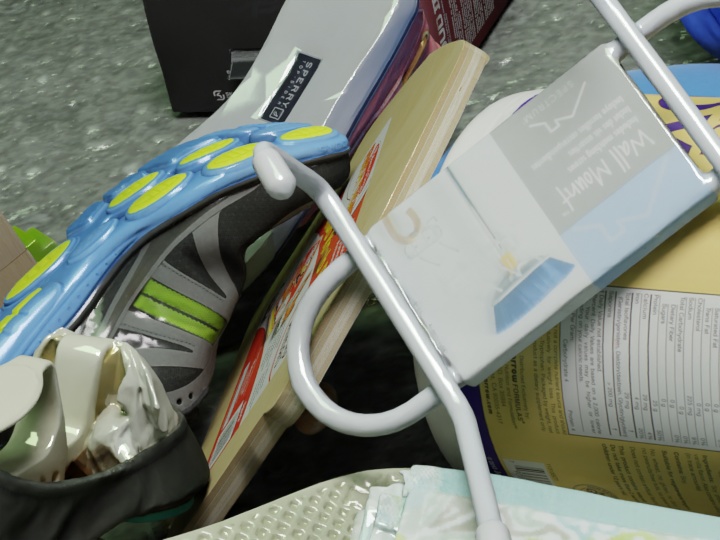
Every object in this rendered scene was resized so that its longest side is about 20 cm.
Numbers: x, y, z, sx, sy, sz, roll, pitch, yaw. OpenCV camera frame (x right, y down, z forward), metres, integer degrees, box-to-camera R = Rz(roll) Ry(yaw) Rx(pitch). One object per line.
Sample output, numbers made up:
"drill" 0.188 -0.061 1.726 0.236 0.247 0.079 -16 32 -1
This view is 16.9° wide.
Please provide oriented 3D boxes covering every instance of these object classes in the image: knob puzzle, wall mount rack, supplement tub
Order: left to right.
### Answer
"knob puzzle" 0.000 0.000 0.892 0.030 0.220 0.220 30 33 -7
"wall mount rack" 0.058 -0.005 0.733 0.200 0.075 0.174 -39 61 11
"supplement tub" 0.133 0.014 0.816 0.200 0.146 0.145 4 33 28

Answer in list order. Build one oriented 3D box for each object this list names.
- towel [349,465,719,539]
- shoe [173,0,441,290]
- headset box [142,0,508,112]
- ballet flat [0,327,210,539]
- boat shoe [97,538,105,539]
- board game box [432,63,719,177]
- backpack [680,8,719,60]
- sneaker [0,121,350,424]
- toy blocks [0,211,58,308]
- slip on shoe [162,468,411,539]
"towel" 0.079 0.137 0.693 0.200 0.048 0.171 10 37 9
"shoe" -0.029 -0.041 1.061 0.071 0.091 0.200 25 75 30
"headset box" -0.009 -0.149 1.228 0.148 0.075 0.200 0 32 22
"ballet flat" -0.097 0.059 0.794 0.068 0.069 0.200 10 12 15
"boat shoe" -0.173 0.122 0.802 0.201 0.072 0.066 -6 4 -35
"board game box" 0.104 -0.030 1.019 0.158 0.039 0.200 -3 25 26
"backpack" 0.219 -0.179 1.114 0.200 0.163 0.168 -31 5 -29
"sneaker" -0.081 0.015 0.937 0.200 0.083 0.071 -44 22 -11
"toy blocks" -0.197 -0.027 1.007 0.100 0.137 0.200 -40 32 -15
"slip on shoe" -0.016 0.114 0.788 0.200 0.061 0.074 -12 50 -22
